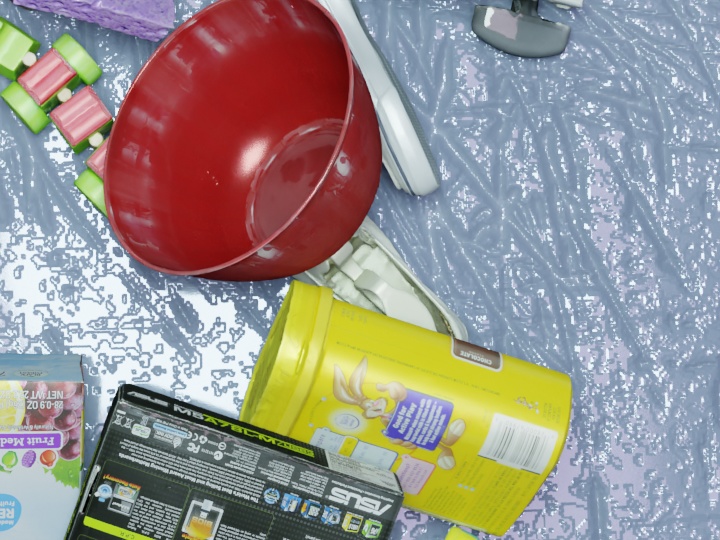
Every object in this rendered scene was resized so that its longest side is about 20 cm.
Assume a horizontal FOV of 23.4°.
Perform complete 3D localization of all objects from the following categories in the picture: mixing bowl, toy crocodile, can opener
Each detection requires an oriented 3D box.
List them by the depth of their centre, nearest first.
[{"bbox_3d":[-0.059,-0.071,1.142,0.199,0.108,0.202,-17,59,30],"label":"mixing bowl"},{"bbox_3d":[-0.188,-0.099,1.200,0.067,0.062,0.200,-42,92,-6],"label":"toy crocodile"},{"bbox_3d":[0.065,-0.194,1.213,0.198,0.053,0.068,9,100,-23],"label":"can opener"}]

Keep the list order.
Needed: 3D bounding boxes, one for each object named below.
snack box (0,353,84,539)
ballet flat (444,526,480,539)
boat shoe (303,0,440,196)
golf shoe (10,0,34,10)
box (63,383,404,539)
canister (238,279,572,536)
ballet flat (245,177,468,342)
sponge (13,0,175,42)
[{"bbox_3d":[-0.268,0.158,1.145,0.167,0.068,0.202,1,105,-10],"label":"snack box"},{"bbox_3d":[0.015,0.255,1.201,0.200,0.067,0.067,-43,74,4],"label":"ballet flat"},{"bbox_3d":[-0.012,-0.134,1.224,0.066,0.074,0.201,-28,81,9],"label":"boat shoe"},{"bbox_3d":[-0.279,-0.262,1.188,0.199,0.088,0.077,35,86,-2],"label":"golf shoe"},{"bbox_3d":[-0.095,0.196,1.126,0.198,0.048,0.195,19,101,-10],"label":"box"},{"bbox_3d":[0.027,0.098,1.171,0.198,0.149,0.087,18,50,-7],"label":"canister"},{"bbox_3d":[0.000,0.000,1.212,0.200,0.069,0.070,41,84,-2],"label":"ballet flat"},{"bbox_3d":[-0.185,-0.258,1.170,0.111,0.030,0.202,9,65,-38],"label":"sponge"}]
